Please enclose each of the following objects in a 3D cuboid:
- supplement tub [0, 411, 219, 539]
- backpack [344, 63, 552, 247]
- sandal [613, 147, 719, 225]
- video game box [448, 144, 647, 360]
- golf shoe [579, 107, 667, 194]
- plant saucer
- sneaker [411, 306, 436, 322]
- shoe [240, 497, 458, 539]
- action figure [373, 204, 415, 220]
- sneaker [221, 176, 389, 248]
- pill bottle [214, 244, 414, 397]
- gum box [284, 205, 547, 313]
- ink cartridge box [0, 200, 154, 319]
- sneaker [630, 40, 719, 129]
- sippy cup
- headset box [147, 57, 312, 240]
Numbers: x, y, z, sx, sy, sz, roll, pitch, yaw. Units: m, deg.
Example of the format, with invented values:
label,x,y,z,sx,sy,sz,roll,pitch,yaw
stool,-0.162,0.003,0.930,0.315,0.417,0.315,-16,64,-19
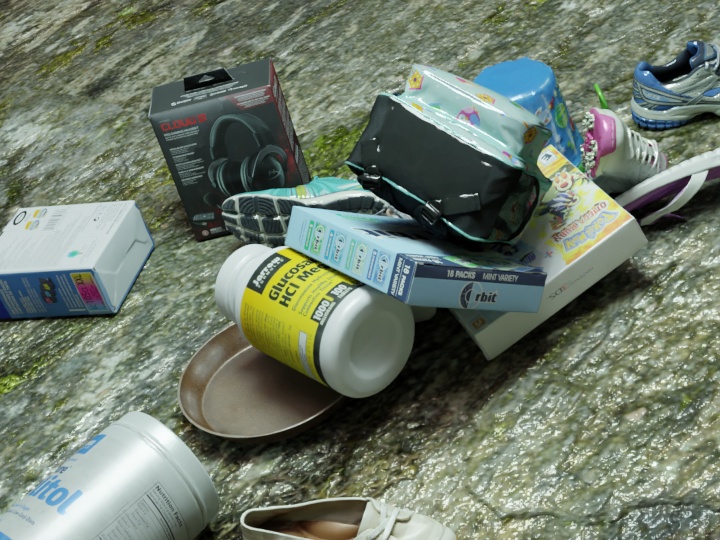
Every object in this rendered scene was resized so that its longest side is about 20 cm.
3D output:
label,x,y,z,sx,sy,sz,roll,pitch,yaw
supplement tub,-0.239,0.235,1.334,0.132,0.132,0.200,18,49,41
backpack,0.099,-0.105,1.461,0.176,0.200,0.154,28,89,20
sandal,0.335,-0.080,1.570,0.202,0.082,0.050,-25,79,3
video game box,0.166,-0.023,1.539,0.200,0.047,0.182,-37,39,-1
golf shoe,0.277,-0.127,1.568,0.091,0.200,0.076,-2,82,8
plant saucer,-0.087,0.110,1.520,0.200,0.035,0.200,-11,35,8
sneaker,0.000,0.000,1.571,0.200,0.077,0.082,12,73,36
shoe,-0.014,0.233,1.300,0.200,0.053,0.070,-3,38,21
action figure,0.087,-0.085,1.630,0.200,0.069,0.130,-43,0,31
sneaker,-0.060,-0.070,1.730,0.199,0.078,0.080,-3,31,4
pill bottle,-0.051,0.041,1.471,0.112,0.113,0.200,-39,40,-27
gum box,0.052,-0.011,1.450,0.170,0.045,0.200,5,13,-39
ink cartridge box,-0.366,-0.013,1.777,0.200,0.076,0.137,-2,37,20
sneaker,0.406,-0.222,1.706,0.200,0.085,0.077,-12,35,7
sippy cup,0.182,-0.163,1.688,0.178,0.131,0.140,-37,39,-25
headset box,-0.153,-0.150,1.761,0.148,0.200,0.077,-13,35,6
